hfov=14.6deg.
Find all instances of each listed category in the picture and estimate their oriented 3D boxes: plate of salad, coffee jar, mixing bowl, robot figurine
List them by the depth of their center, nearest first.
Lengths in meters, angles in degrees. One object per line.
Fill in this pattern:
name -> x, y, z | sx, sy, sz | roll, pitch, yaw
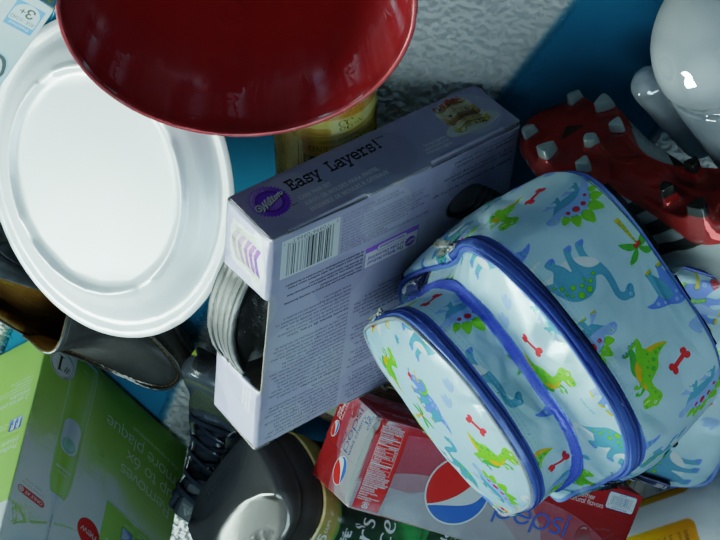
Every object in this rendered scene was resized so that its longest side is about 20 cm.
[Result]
mixing bowl -> -0.068, -0.182, 1.580 | 0.200, 0.108, 0.200 | 0, 136, 0
robot figurine -> 0.240, -0.106, 1.612 | 0.170, 0.113, 0.200 | -15, 131, 33
plate of salad -> -0.148, -0.058, 1.713 | 0.200, 0.048, 0.200 | 11, 108, 35
coffee jar -> -0.013, 0.162, 1.873 | 0.200, 0.085, 0.104 | 7, 132, -41

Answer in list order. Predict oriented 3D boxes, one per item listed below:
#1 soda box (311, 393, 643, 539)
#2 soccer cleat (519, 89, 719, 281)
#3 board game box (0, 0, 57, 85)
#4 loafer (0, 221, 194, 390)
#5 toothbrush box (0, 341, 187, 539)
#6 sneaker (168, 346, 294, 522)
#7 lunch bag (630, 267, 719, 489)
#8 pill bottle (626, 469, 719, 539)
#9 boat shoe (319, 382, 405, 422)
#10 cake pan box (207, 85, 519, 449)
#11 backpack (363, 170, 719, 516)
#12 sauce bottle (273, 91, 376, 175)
soda box -> 0.075, 0.137, 1.802 | 0.200, 0.070, 0.063 | 19, 98, -25
soccer cleat -> 0.165, -0.042, 1.651 | 0.200, 0.069, 0.085 | 28, 150, 47
board game box -> -0.214, -0.196, 1.530 | 0.105, 0.200, 0.103 | 27, 132, -18
loafer -> -0.196, 0.030, 1.837 | 0.200, 0.072, 0.073 | 32, 129, -22
toothbrush box -> -0.204, 0.164, 1.881 | 0.086, 0.200, 0.146 | -26, 125, 30
sneaker -> -0.090, 0.133, 1.896 | 0.074, 0.081, 0.200 | 25, 146, 32
lunch bag -> 0.185, 0.043, 1.791 | 0.161, 0.082, 0.200 | 22, 132, -9
pill bottle -> 0.221, 0.186, 1.901 | 0.200, 0.111, 0.111 | -21, 128, 27
boat shoe -> 0.023, 0.072, 1.861 | 0.202, 0.075, 0.075 | 26, 103, -10
cake pan box -> 0.000, 0.000, 1.713 | 0.200, 0.052, 0.184 | -27, 142, -28
backpack -> 0.107, 0.048, 1.623 | 0.183, 0.147, 0.200 | 53, 160, 1
sauce bottle -> -0.020, -0.062, 1.729 | 0.066, 0.066, 0.200 | 2, 136, 6
